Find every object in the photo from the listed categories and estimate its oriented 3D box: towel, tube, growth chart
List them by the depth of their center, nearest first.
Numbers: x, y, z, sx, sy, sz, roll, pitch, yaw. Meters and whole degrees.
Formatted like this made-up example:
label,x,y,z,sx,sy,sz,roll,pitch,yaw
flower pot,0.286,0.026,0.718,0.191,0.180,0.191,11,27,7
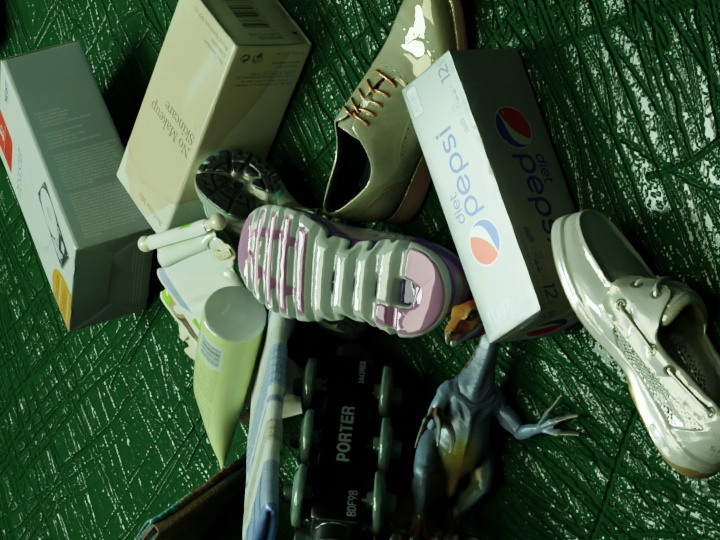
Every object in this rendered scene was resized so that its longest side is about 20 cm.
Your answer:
label,x,y,z,sx,sy,sz,roll,pitch,yaw
towel,-0.069,0.131,1.731,0.147,0.024,0.201,105,170,-52
tube,-0.111,0.082,1.832,0.052,0.058,0.200,24,147,5
growth chart,-0.109,0.045,1.851,0.144,0.018,0.201,-5,120,51
towel,-0.170,0.236,1.931,0.022,0.146,0.200,46,132,10

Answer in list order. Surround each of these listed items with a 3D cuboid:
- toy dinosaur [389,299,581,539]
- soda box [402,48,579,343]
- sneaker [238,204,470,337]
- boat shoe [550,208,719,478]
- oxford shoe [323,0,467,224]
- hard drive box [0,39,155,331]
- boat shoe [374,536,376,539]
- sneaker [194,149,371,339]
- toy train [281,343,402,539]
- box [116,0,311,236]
label,x,y,z,sx,sy,sz,roll,pitch,yaw
toy dinosaur,0.061,0.108,1.649,0.200,0.104,0.183,5,88,58
soda box,0.100,-0.053,1.593,0.063,0.068,0.201,-37,66,47
sneaker,0.000,0.000,1.698,0.199,0.088,0.081,15,104,33
boat shoe,0.197,0.034,1.484,0.069,0.071,0.201,-47,65,40
oxford shoe,0.025,-0.121,1.678,0.071,0.073,0.201,38,123,43
hard drive box,-0.252,-0.074,2.009,0.156,0.076,0.201,107,143,-59
boat shoe,0.003,0.287,1.769,0.063,0.073,0.202,-35,60,54
sneaker,-0.052,-0.011,1.813,0.200,0.077,0.087,47,158,29
toy train,-0.014,0.152,1.697,0.201,0.085,0.114,-85,0,-45
box,-0.122,-0.130,1.867,0.095,0.077,0.201,51,132,36
